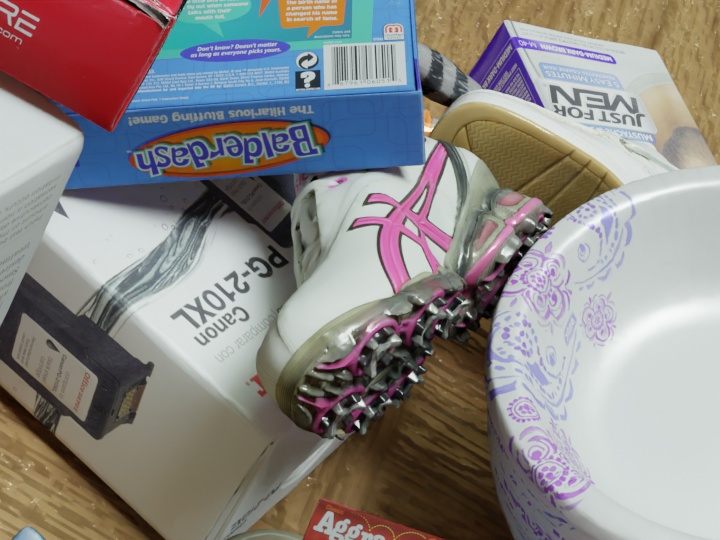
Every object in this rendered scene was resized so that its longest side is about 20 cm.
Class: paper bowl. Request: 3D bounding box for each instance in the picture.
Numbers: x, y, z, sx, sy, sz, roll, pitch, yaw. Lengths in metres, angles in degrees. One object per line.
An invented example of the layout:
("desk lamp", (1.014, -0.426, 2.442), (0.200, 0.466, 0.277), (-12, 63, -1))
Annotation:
("paper bowl", (0.149, 0.063, 0.797), (0.198, 0.105, 0.202), (-3, 47, 4))

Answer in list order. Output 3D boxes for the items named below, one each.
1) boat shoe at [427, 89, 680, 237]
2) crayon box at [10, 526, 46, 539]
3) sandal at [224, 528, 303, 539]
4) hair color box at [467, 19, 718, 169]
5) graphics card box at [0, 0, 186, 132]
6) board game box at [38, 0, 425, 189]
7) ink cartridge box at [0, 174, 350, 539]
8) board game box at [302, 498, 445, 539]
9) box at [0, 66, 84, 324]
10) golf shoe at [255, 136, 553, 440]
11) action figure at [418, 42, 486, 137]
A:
("boat shoe", (0.110, -0.027, 0.916), (0.199, 0.071, 0.070), (33, 38, -24))
("crayon box", (-0.074, 0.193, 0.619), (0.200, 0.052, 0.126), (42, 76, 10))
("sandal", (0.018, 0.170, 0.759), (0.080, 0.054, 0.200), (-18, 61, -44))
("hair color box", (0.135, -0.035, 1.061), (0.108, 0.065, 0.201), (6, 47, -32))
("graphics card box", (-0.108, -0.130, 0.692), (0.125, 0.051, 0.200), (29, 27, -9))
("board game box", (-0.053, -0.125, 0.824), (0.150, 0.045, 0.201), (-3, 52, 2))
("ink cartridge box", (-0.085, 0.000, 0.843), (0.200, 0.085, 0.145), (42, 38, 9))
("board game box", (0.068, 0.133, 0.736), (0.102, 0.020, 0.200), (16, -15, 33))
("box", (-0.204, -0.002, 0.664), (0.152, 0.201, 0.106), (40, 39, 9))
("golf shoe", (0.000, 0.000, 0.785), (0.092, 0.073, 0.200), (36, 27, 9))
("action figure", (-0.031, -0.113, 0.950), (0.194, 0.105, 0.200), (48, -4, -24))
